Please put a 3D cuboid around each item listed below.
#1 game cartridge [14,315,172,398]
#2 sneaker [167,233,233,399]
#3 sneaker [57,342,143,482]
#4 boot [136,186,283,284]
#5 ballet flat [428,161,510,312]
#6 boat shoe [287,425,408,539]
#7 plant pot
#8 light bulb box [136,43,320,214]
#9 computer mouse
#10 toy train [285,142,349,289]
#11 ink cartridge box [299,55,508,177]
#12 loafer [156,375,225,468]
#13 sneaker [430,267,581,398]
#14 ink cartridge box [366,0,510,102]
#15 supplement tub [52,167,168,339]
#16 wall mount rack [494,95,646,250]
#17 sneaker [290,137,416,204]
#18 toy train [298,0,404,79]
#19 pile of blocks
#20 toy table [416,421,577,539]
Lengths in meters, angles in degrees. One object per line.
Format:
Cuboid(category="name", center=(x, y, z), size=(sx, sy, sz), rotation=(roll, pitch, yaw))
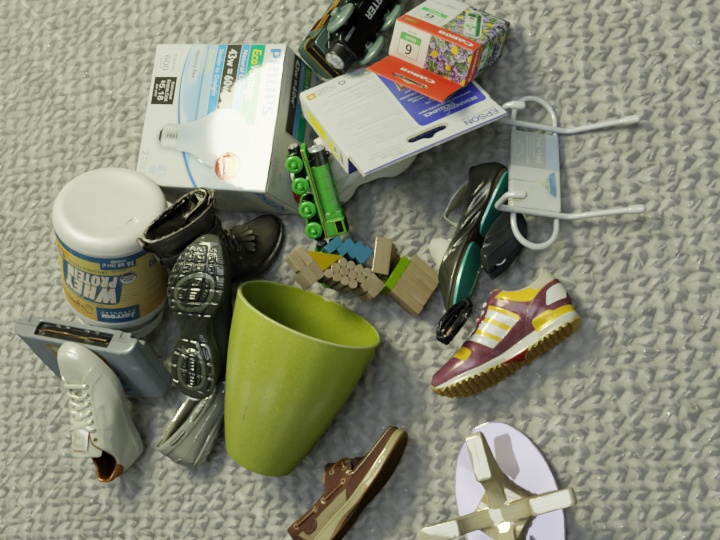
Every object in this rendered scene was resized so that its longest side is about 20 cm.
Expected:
Cuboid(category="game cartridge", center=(-0.356, 0.120, 1.319), size=(0.197, 0.134, 0.042), rotation=(7, 53, 24))
Cuboid(category="sneaker", center=(-0.190, 0.051, 1.209), size=(0.075, 0.091, 0.204), rotation=(13, 106, 14))
Cuboid(category="sneaker", center=(-0.349, 0.191, 1.272), size=(0.072, 0.085, 0.202), rotation=(-3, 122, 30))
Cuboid(category="boot", center=(-0.182, -0.046, 1.240), size=(0.199, 0.175, 0.069), rotation=(-39, 64, -21))
Cuboid(category="ballet flat", center=(0.129, -0.042, 1.217), size=(0.068, 0.068, 0.203), rotation=(16, 76, 30))
Cuboid(category="boat shoe", center=(-0.020, 0.265, 1.212), size=(0.072, 0.072, 0.201), rotation=(39, 101, 19))
Cuboid(category="plant pot", center=(-0.096, 0.143, 1.212), size=(0.185, 0.187, 0.203), rotation=(26, 104, 21))
Cuboid(category="light bulb box", center=(-0.174, -0.189, 1.311), size=(0.197, 0.125, 0.202), rotation=(4, 82, 21))
Cuboid(category="computer mouse", center=(0.151, 0.009, 1.172), size=(0.034, 0.059, 0.201), rotation=(21, 66, 29))
Cuboid(category="toy train", center=(-0.046, -0.069, 1.237), size=(0.055, 0.042, 0.203), rotation=(-13, 115, 6))
Cuboid(category="ink cartridge box", center=(0.050, -0.192, 1.202), size=(0.195, 0.047, 0.201), rotation=(-23, 48, -11))
Cuboid(category="loafer", center=(-0.203, 0.160, 1.284), size=(0.069, 0.070, 0.203), rotation=(24, 89, -23))
Cuboid(category="sneaker", center=(0.163, 0.077, 1.182), size=(0.198, 0.075, 0.091), rotation=(-30, 64, 6))
Cuboid(category="ink cartridge box", center=(0.098, -0.275, 1.193), size=(0.108, 0.200, 0.051), rotation=(26, 126, 15))
Cuboid(category="supplement tub", center=(-0.320, -0.016, 1.277), size=(0.142, 0.202, 0.146), rotation=(4, 47, -5))
Cuboid(category="wall mount rack", center=(0.247, -0.127, 1.177), size=(0.171, 0.075, 0.204), rotation=(6, 73, -12))
Cuboid(category="sneaker", center=(-0.001, -0.152, 1.256), size=(0.199, 0.100, 0.075), rotation=(-35, 60, 10))
Cuboid(category="toy train", center=(-0.002, -0.338, 1.271), size=(0.113, 0.085, 0.202), rotation=(-5, 51, 56))
Cuboid(category="pile of blocks", center=(0.000, 0.000, 1.228), size=(0.197, 0.062, 0.084), rotation=(15, 77, -14))
Cuboid(category="toy table", center=(0.162, 0.276, 1.120), size=(0.182, 0.117, 0.202), rotation=(-30, 74, 12))
